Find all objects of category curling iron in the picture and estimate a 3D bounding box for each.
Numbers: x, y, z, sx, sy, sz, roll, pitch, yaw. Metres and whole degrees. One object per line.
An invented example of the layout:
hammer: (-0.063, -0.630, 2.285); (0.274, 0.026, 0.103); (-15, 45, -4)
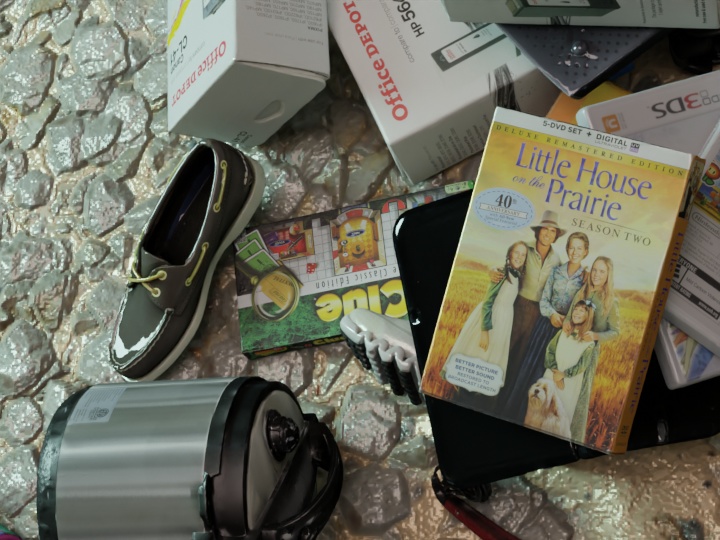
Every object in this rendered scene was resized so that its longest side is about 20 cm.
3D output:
curling iron: (0.115, 0.197, 1.345); (0.025, 0.050, 0.200); (-25, 49, -27)

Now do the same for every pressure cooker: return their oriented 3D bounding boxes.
pressure cooker: (-0.112, 0.163, 1.368); (0.199, 0.179, 0.177); (-5, 68, 16)

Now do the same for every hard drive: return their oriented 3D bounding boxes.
hard drive: (0.145, -0.226, 1.404); (0.135, 0.042, 0.200); (-37, 67, -1)

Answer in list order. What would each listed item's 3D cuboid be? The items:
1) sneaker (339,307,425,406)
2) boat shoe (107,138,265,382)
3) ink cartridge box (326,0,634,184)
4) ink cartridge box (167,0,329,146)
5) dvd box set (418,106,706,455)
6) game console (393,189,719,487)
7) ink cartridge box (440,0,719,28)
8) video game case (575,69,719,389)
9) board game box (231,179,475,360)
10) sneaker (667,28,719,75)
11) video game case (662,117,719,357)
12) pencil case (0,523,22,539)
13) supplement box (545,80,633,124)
sneaker: (0.081, 0.068, 1.405); (0.199, 0.075, 0.081); (23, 72, 14)
boat shoe: (-0.148, -0.008, 1.487); (0.072, 0.061, 0.202); (26, 88, 38)
ink cartridge box: (0.088, -0.182, 1.473); (0.199, 0.084, 0.146); (-28, 67, 4)
ink cartridge box: (-0.091, -0.219, 1.500); (0.085, 0.148, 0.201); (8, 67, -25)
dvd box set: (0.131, 0.005, 1.256); (0.146, 0.029, 0.201); (17, 93, 26)
game console: (0.140, 0.036, 1.340); (0.175, 0.116, 0.201); (-6, 79, -28)
ink cartridge box: (0.157, -0.253, 1.341); (0.199, 0.084, 0.147); (4, 72, 15)
video game case: (0.261, -0.039, 1.313); (0.182, 0.022, 0.201); (-16, 83, -17)
board game box: (0.000, 0.000, 1.474); (0.199, 0.023, 0.105); (-12, 71, 13)
sneaker: (0.248, -0.204, 1.441); (0.199, 0.070, 0.100); (23, 82, 23)
video game case: (0.301, -0.007, 1.294); (0.200, 0.023, 0.182); (35, 73, -4)
pencil case: (-0.357, 0.192, 1.485); (0.199, 0.088, 0.089); (28, 82, 22)
supplement box: (0.231, -0.072, 1.405); (0.200, 0.069, 0.067); (31, 84, 25)
